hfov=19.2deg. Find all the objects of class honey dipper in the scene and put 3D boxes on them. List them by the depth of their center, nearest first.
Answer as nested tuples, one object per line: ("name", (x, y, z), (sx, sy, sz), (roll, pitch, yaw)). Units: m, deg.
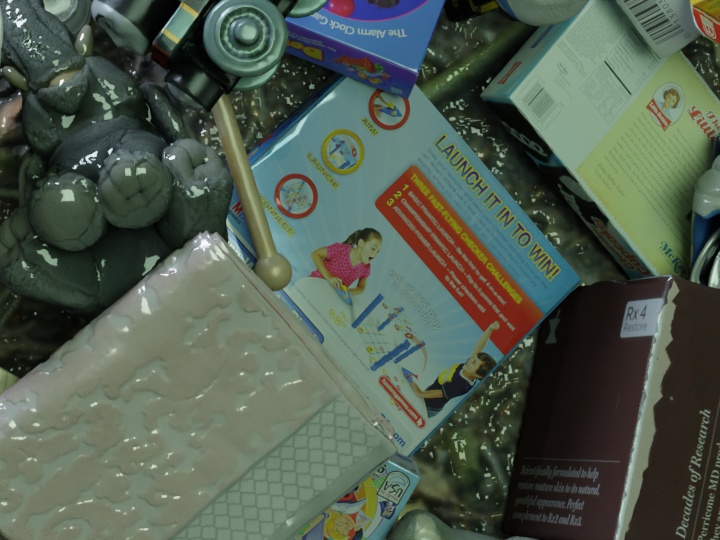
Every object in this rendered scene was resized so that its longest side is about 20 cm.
("honey dipper", (-0.077, -0.083, 1.232), (0.038, 0.038, 0.200), (-22, 101, -20))

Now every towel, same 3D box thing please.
("towel", (-0.102, 0.100, 1.168), (0.200, 0.032, 0.191), (-40, 123, 3))

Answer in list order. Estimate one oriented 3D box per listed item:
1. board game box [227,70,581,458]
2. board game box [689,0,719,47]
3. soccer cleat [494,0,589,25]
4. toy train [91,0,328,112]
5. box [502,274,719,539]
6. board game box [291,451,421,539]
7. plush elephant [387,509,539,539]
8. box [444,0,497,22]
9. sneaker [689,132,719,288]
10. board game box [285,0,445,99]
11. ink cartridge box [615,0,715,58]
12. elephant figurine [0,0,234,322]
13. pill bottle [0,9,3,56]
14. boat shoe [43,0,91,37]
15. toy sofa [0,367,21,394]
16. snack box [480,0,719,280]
("board game box", (0.000, 0.000, 1.305), (0.196, 0.056, 0.200), (-44, 101, -18))
("board game box", (0.232, -0.216, 1.332), (0.096, 0.030, 0.200), (25, 53, -40))
("soccer cleat", (0.067, -0.226, 1.222), (0.200, 0.086, 0.070), (45, 68, -13))
("toy train", (-0.061, -0.187, 1.172), (0.114, 0.085, 0.200), (36, 85, -2))
("box", (0.223, 0.108, 1.318), (0.200, 0.166, 0.164), (14, 82, -18))
("board game box", (-0.084, 0.127, 1.241), (0.200, 0.034, 0.134), (28, 98, -10))
("plush elephant", (0.103, 0.250, 1.259), (0.200, 0.155, 0.165), (6, 121, -32))
("box", (0.098, -0.278, 1.367), (0.160, 0.049, 0.200), (-21, 93, -18))
("sneaker", (0.271, -0.003, 1.371), (0.146, 0.081, 0.200), (-33, 126, -17))
("board game box", (-0.039, -0.203, 1.278), (0.200, 0.045, 0.134), (22, 73, -1))
("ink cartridge box", (0.181, -0.252, 1.349), (0.161, 0.050, 0.200), (49, 36, -18))
("elephant figurine", (-0.144, -0.066, 1.197), (0.141, 0.200, 0.155), (6, 125, -25))
("pill bottle", (-0.256, -0.114, 1.143), (0.114, 0.200, 0.114), (1, 86, -20))
("boat shoe", (-0.223, -0.217, 1.233), (0.072, 0.069, 0.200), (-34, 97, -19))
("toy sofa", (-0.265, 0.130, 1.184), (0.098, 0.083, 0.200), (33, 76, -16))
("snack box", (0.178, -0.082, 1.363), (0.116, 0.037, 0.200), (-49, 116, -16))
